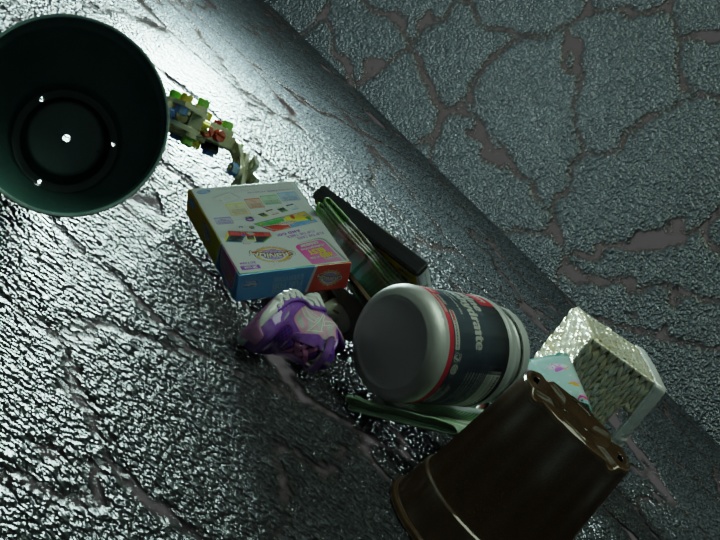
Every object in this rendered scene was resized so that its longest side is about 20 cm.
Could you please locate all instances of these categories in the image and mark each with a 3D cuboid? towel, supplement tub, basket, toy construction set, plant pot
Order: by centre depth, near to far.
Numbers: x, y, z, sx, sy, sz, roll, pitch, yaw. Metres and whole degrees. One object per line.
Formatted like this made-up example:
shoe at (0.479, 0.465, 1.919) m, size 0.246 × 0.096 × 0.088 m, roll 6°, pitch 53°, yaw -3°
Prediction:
plant pot at (-0.303, -0.145, 1.228) m, size 0.200 × 0.201 × 0.134 m, roll 39°, pitch -14°, yaw -8°
plant pot at (0.170, 0.229, 1.286) m, size 0.200 × 0.198 × 0.200 m, roll 39°, pitch 12°, yaw -10°
supplement tub at (0.101, 0.094, 1.452) m, size 0.199 × 0.141 × 0.140 m, roll 10°, pitch 32°, yaw -47°
towel at (0.086, 0.174, 1.458) m, size 0.152 × 0.024 × 0.200 m, roll 11°, pitch -1°, yaw 26°
towel at (0.000, 0.000, 1.605) m, size 0.200 × 0.031 × 0.149 m, roll 48°, pitch -18°, yaw 2°
toy construction set at (-0.228, -0.202, 1.793) m, size 0.200 × 0.092 × 0.131 m, roll 41°, pitch -14°, yaw -35°
basket at (0.380, 0.199, 2.010) m, size 0.160 × 0.199 × 0.200 m, roll 35°, pitch 14°, yaw -8°

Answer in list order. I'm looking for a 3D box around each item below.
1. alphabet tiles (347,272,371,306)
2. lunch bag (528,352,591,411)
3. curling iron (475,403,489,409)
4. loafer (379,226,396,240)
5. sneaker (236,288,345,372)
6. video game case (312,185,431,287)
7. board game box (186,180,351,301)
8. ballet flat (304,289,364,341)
alphabet tiles at (0.032, 0.084, 1.611) m, size 0.167 × 0.008 × 0.200 m, roll 52°, pitch -8°, yaw 39°
lunch bag at (0.251, 0.234, 1.592) m, size 0.170 × 0.121 × 0.201 m, roll -90°, pitch 173°, yaw -72°
curling iron at (0.146, 0.193, 1.578) m, size 0.200 × 0.025 × 0.050 m, roll -56°, pitch 132°, yaw -51°
loafer at (0.027, 0.013, 1.786) m, size 0.069 × 0.075 × 0.201 m, roll 13°, pitch -39°, yaw 33°
sneaker at (-0.070, 0.077, 1.376) m, size 0.089 × 0.080 × 0.200 m, roll 51°, pitch 14°, yaw 11°
video game case at (0.024, -0.007, 1.627) m, size 0.200 × 0.025 × 0.181 m, roll 38°, pitch -20°, yaw 29°
board game box at (-0.121, -0.042, 1.522) m, size 0.152 × 0.041 × 0.200 m, roll -6°, pitch 37°, yaw -25°
ballet flat at (-0.058, 0.033, 1.592) m, size 0.200 × 0.067 × 0.064 m, roll 51°, pitch 46°, yaw 1°
